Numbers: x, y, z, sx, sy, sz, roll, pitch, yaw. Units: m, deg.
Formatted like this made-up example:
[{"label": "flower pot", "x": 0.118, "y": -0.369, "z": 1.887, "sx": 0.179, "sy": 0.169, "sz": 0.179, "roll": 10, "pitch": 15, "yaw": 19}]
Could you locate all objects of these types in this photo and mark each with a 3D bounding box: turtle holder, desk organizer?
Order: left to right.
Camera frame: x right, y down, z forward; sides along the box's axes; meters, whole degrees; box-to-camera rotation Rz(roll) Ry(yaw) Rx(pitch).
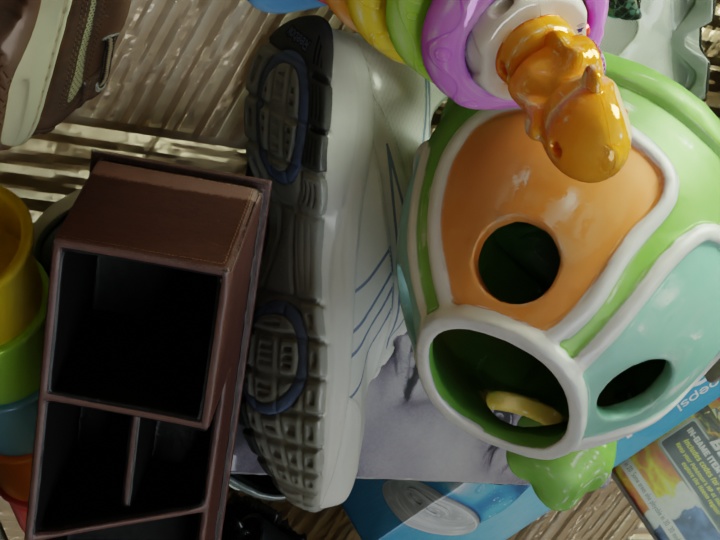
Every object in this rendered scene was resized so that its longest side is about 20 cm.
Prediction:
[{"label": "desk organizer", "x": -0.087, "y": 0.063, "z": 0.897, "sx": 0.072, "sy": 0.077, "sz": 0.200, "roll": 10, "pitch": 117, "yaw": 2}, {"label": "turtle holder", "x": 0.072, "y": 0.005, "z": 0.881, "sx": 0.132, "sy": 0.141, "sz": 0.186, "roll": -60, "pitch": -176, "yaw": -32}]

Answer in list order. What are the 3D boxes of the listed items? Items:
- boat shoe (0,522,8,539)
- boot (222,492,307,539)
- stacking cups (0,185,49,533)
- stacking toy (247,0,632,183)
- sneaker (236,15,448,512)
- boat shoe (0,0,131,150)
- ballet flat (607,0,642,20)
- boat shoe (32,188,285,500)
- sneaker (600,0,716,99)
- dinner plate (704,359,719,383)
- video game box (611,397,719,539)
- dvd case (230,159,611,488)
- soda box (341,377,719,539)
[{"label": "boat shoe", "x": -0.193, "y": 0.086, "z": 0.953, "sx": 0.064, "sy": 0.071, "sz": 0.200, "roll": -25, "pitch": 133, "yaw": -10}, {"label": "boot", "x": -0.043, "y": 0.178, "z": 1.140, "sx": 0.168, "sy": 0.076, "sz": 0.200, "roll": 30, "pitch": 153, "yaw": -22}, {"label": "stacking cups", "x": -0.140, "y": 0.045, "z": 0.953, "sx": 0.060, "sy": 0.061, "sz": 0.200, "roll": -25, "pitch": 144, "yaw": -8}, {"label": "stacking toy", "x": 0.043, "y": -0.098, "z": 0.800, "sx": 0.110, "sy": 0.200, "sz": 0.116, "roll": -14, "pitch": 135, "yaw": -20}, {"label": "sneaker", "x": 0.000, "y": 0.000, "z": 0.926, "sx": 0.087, "sy": 0.074, "sz": 0.200, "roll": -1, "pitch": 103, "yaw": -34}, {"label": "boat shoe", "x": -0.099, "y": -0.132, "z": 0.786, "sx": 0.075, "sy": 0.075, "sz": 0.202, "roll": -20, "pitch": 148, "yaw": -37}, {"label": "ballet flat", "x": 0.145, "y": -0.177, "z": 0.875, "sx": 0.200, "sy": 0.074, "sz": 0.074, "roll": -49, "pitch": 139, "yaw": 15}, {"label": "boat shoe", "x": -0.071, "y": 0.034, "z": 0.978, "sx": 0.073, "sy": 0.062, "sz": 0.200, "roll": -31, "pitch": 141, "yaw": 3}, {"label": "sneaker", "x": 0.100, "y": -0.060, "z": 0.968, "sx": 0.088, "sy": 0.074, "sz": 0.200, "roll": -7, "pitch": 111, "yaw": -8}, {"label": "dinner plate", "x": 0.177, "y": -0.048, "z": 0.990, "sx": 0.024, "sy": 0.200, "sz": 0.200, "roll": 21, "pitch": 128, "yaw": 0}, {"label": "video game box", "x": 0.227, "y": 0.093, "z": 1.131, "sx": 0.182, "sy": 0.200, "sz": 0.047, "roll": -33, "pitch": 140, "yaw": 0}, {"label": "dvd case", "x": 0.035, "y": 0.018, "z": 0.995, "sx": 0.200, "sy": 0.016, "sz": 0.149, "roll": 5, "pitch": 99, "yaw": -29}, {"label": "soda box", "x": 0.084, "y": 0.071, "z": 1.121, "sx": 0.200, "sy": 0.064, "sz": 0.068, "roll": -35, "pitch": 142, "yaw": 3}]
